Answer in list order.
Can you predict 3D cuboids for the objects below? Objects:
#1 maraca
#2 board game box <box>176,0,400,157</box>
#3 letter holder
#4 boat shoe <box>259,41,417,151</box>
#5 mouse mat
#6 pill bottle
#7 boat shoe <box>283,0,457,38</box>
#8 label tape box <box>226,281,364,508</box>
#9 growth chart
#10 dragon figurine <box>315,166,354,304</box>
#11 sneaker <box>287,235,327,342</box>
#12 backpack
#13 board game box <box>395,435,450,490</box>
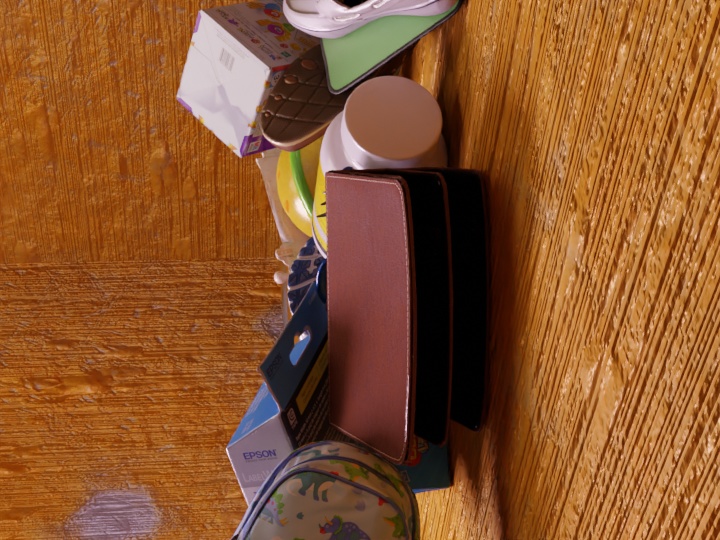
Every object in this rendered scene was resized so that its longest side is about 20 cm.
[{"bbox_3d":[-0.029,-0.106,1.277,0.137,0.107,0.200,57,-155,-28],"label":"maraca"},{"bbox_3d":[-0.063,-0.198,1.168,0.105,0.200,0.103,43,131,24],"label":"board game box"},{"bbox_3d":[0.046,0.027,0.876,0.142,0.100,0.201,-165,73,-66],"label":"letter holder"},{"bbox_3d":[-0.007,-0.177,1.079,0.072,0.200,0.068,37,167,25],"label":"boat shoe"},{"bbox_3d":[0.013,-0.268,1.018,0.161,0.008,0.201,-28,63,39],"label":"mouse mat"},{"bbox_3d":[0.017,-0.081,1.051,0.200,0.111,0.112,101,166,-64],"label":"pill bottle"},{"bbox_3d":[-0.006,-0.234,0.978,0.200,0.066,0.072,10,90,47],"label":"boat shoe"},{"bbox_3d":[-0.053,0.132,0.999,0.143,0.066,0.201,-62,-43,-59],"label":"label tape box"},{"bbox_3d":[-0.047,-0.076,1.325,0.018,0.144,0.201,-47,50,50],"label":"growth chart"},{"bbox_3d":[0.000,0.000,1.005,0.200,0.099,0.059,105,-171,-48],"label":"dragon figurine"},{"bbox_3d":[-0.033,0.063,1.188,0.085,0.077,0.201,103,165,-80],"label":"sneaker"},{"bbox_3d":[-0.030,0.224,0.871,0.200,0.163,0.154,-62,-13,-19],"label":"backpack"},{"bbox_3d":[0.037,0.115,1.153,0.200,0.056,0.197,118,150,-76],"label":"board game box"}]
